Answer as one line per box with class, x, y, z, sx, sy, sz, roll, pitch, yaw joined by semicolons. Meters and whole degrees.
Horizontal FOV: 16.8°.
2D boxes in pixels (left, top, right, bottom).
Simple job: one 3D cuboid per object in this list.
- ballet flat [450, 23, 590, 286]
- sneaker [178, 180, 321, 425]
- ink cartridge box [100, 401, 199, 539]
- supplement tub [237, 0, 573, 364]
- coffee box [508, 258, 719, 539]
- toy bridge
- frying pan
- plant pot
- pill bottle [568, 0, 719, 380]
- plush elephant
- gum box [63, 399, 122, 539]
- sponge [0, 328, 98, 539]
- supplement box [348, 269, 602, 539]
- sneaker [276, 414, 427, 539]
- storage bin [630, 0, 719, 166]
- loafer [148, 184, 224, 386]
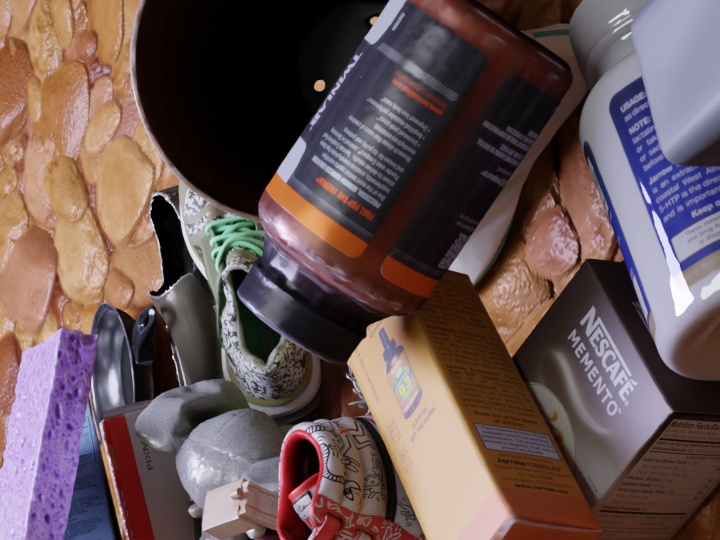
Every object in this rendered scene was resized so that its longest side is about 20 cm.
ballet flat;0.069;-0.066;1.449;0.200;0.069;0.069;-60;43;30
sneaker;-0.072;-0.003;1.595;0.089;0.077;0.200;82;169;-69
ink cartridge box;-0.128;0.166;1.573;0.200;0.050;0.161;160;96;-83
supplement tub;0.017;-0.051;1.285;0.200;0.107;0.107;-56;42;6
coffee box;0.123;0.102;1.341;0.200;0.080;0.114;-56;44;33
toy bridge;-0.001;0.165;1.404;0.067;0.200;0.027;-23;49;38
frying pan;-0.165;0.054;1.737;0.190;0.031;0.115;109;149;-43
plant pot;-0.017;-0.123;1.451;0.186;0.200;0.187;1;93;13
pill bottle;0.179;-0.056;1.255;0.120;0.120;0.200;-44;53;41
plush elephant;-0.054;0.144;1.507;0.165;0.155;0.200;24;105;52
gum box;-0.178;0.210;1.647;0.200;0.044;0.170;-109;8;-57
sponge;-0.210;0.142;1.561;0.112;0.030;0.200;159;122;-67
supplement box;0.055;0.084;1.314;0.067;0.069;0.200;-56;42;31
sneaker;0.015;0.170;1.320;0.067;0.108;0.202;-44;51;45
storage bin;0.233;-0.102;1.143;0.134;0.200;0.146;-45;51;54
loafer;-0.115;0.031;1.676;0.075;0.070;0.200;-28;64;48
